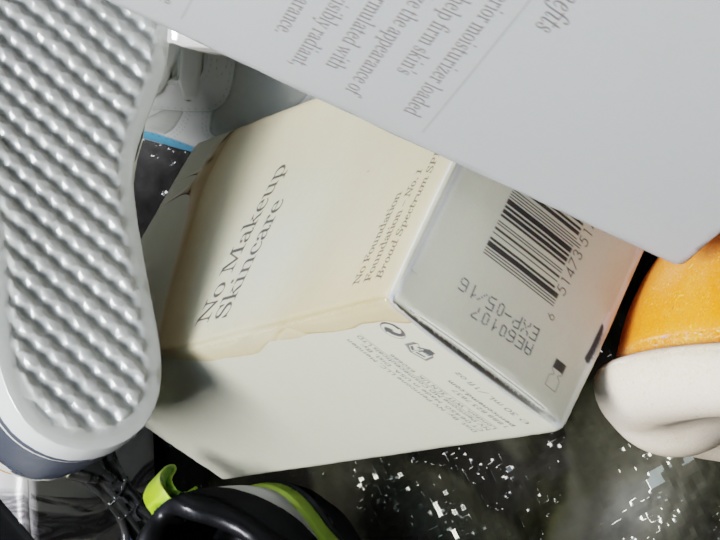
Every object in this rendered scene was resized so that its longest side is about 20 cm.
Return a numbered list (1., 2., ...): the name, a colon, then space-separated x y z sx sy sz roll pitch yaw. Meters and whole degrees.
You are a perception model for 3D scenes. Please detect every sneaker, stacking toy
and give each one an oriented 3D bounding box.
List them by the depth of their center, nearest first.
1. stacking toy: 0.147 -0.041 0.755 0.146 0.146 0.200 -3 76 32
2. sneaker: -0.019 0.148 0.801 0.072 0.083 0.200 -47 55 21
3. sneaker: -0.108 -0.030 0.806 0.079 0.078 0.200 145 128 -58
4. sneaker: -0.090 -0.082 0.910 0.200 0.081 0.077 8 96 29

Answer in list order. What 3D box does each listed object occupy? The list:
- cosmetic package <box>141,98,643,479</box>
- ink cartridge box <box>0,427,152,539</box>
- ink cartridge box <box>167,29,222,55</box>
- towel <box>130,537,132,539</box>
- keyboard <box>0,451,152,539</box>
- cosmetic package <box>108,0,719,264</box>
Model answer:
1. cosmetic package: 0.000 0.000 0.797 0.200 0.073 0.104 -15 44 56
2. ink cartridge box: -0.155 0.098 0.952 0.146 0.083 0.200 1 94 32
3. ink cartridge box: 0.019 -0.165 0.809 0.146 0.083 0.200 4 95 6
4. towel: -0.108 0.170 0.872 0.024 0.200 0.145 7 108 58
5. keyboard: -0.104 0.121 0.845 0.021 0.127 0.200 12 141 58
6. cosmetic package: 0.052 -0.134 0.653 0.165 0.200 0.165 -70 10 -26
